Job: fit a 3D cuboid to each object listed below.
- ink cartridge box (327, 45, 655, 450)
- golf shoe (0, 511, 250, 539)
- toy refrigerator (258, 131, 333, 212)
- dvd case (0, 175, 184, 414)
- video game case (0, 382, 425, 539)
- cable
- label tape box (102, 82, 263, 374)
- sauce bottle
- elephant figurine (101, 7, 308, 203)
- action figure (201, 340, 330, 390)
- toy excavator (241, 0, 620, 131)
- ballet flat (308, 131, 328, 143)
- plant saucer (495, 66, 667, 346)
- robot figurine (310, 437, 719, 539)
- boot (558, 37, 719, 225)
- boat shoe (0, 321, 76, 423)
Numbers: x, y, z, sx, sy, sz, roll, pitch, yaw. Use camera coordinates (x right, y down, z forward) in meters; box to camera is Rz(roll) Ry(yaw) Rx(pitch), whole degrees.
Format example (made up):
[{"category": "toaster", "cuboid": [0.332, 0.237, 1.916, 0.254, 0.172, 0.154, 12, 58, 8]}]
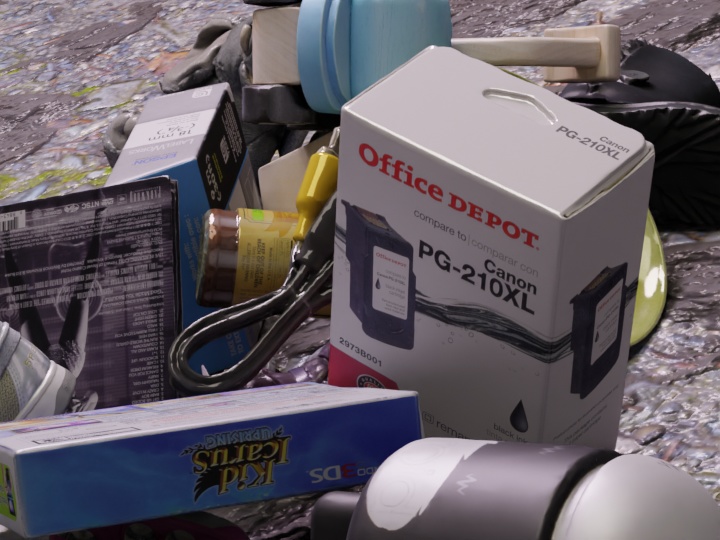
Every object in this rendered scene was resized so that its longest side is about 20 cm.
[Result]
[{"category": "ink cartridge box", "cuboid": [0.063, 0.006, 1.219, 0.145, 0.200, 0.084, 27, 44, 29]}, {"category": "golf shoe", "cuboid": [-0.142, 0.145, 1.252, 0.199, 0.076, 0.092, -6, 21, 21]}, {"category": "toy refrigerator", "cuboid": [0.010, -0.054, 1.517, 0.076, 0.070, 0.200, -6, -6, -27]}, {"category": "dvd case", "cuboid": [-0.171, 0.053, 1.368, 0.148, 0.201, 0.016, -9, -18, 19]}, {"category": "video game case", "cuboid": [-0.090, 0.092, 1.186, 0.199, 0.046, 0.181, -7, 2, -18]}, {"category": "cable", "cuboid": [-0.027, 0.010, 1.361, 0.200, 0.097, 0.050, -54, -6, -19]}, {"category": "label tape box", "cuboid": [-0.109, -0.014, 1.507, 0.063, 0.145, 0.200, -10, 24, 11]}, {"category": "sauce bottle", "cuboid": [0.000, 0.000, 1.442, 0.199, 0.065, 0.065, 5, 20, -10]}, {"category": "elephant figurine", "cuboid": [-0.076, -0.125, 1.674, 0.155, 0.141, 0.200, 34, 91, 46]}, {"category": "action figure", "cuboid": [-0.018, 0.065, 1.366, 0.200, 0.070, 0.130, -25, 31, -11]}, {"category": "toy excavator", "cuboid": [0.046, -0.136, 1.490, 0.199, 0.100, 0.194, 3, 2, 25]}, {"category": "ballet flat", "cuboid": [0.059, -0.095, 1.695, 0.199, 0.068, 0.075, -6, 8, 29]}, {"category": "plant saucer", "cuboid": [0.096, -0.032, 1.390, 0.031, 0.200, 0.200, -41, 5, 38]}, {"category": "robot figurine", "cuboid": [0.072, 0.140, 1.055, 0.199, 0.125, 0.150, 1, 40, 35]}, {"category": "boot", "cuboid": [0.211, -0.098, 1.568, 0.200, 0.077, 0.168, 9, 24, 26]}, {"category": "boat shoe", "cuboid": [-0.246, 0.114, 1.320, 0.202, 0.065, 0.074, -44, 17, 12]}]
